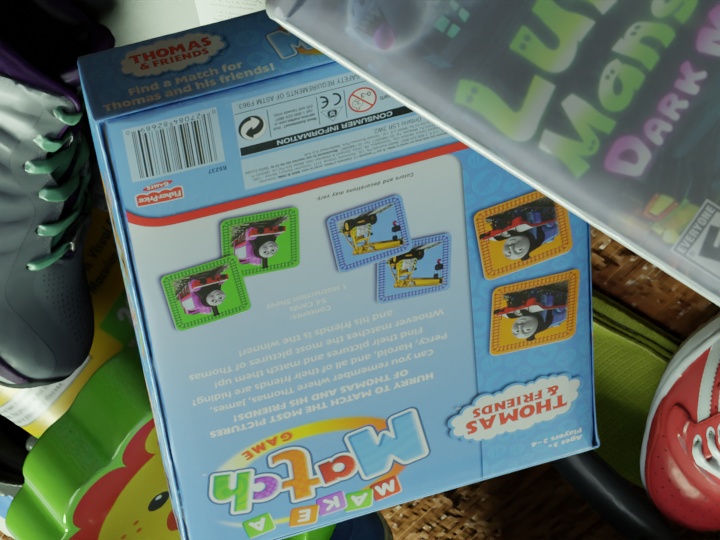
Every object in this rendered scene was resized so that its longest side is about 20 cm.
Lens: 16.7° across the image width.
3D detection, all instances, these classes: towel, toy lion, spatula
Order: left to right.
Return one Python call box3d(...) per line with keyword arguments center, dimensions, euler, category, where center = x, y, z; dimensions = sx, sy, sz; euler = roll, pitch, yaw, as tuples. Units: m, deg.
box3d(center=(-0.067, 0.094, 0.923), dimensions=(0.069, 0.192, 0.200), euler=(44, -170, 26), category="toy lion")
box3d(center=(0.045, 0.045, 0.935), dimensions=(0.200, 0.021, 0.057), euler=(38, 148, 2), category="spatula")
box3d(center=(0.124, 0.065, 0.959), dimensions=(0.199, 0.018, 0.086), euler=(31, 140, -8), category="towel")

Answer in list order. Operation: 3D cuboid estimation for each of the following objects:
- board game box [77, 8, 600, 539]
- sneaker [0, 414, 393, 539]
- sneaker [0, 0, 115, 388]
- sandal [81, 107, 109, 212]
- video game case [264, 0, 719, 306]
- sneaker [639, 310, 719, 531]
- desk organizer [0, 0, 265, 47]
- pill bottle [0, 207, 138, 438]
box3d(center=(0.000, 0.000, 0.786), dimensions=(0.150, 0.037, 0.201), euler=(-15, 134, -9), category="board game box")
box3d(center=(-0.086, 0.086, 1.041), dimensions=(0.199, 0.077, 0.112), euler=(15, 151, 21), category="sneaker")
box3d(center=(-0.110, -0.037, 0.791), dimensions=(0.087, 0.075, 0.201), euler=(-3, 134, 21), category="sneaker")
box3d(center=(-0.042, -0.054, 0.873), dimensions=(0.199, 0.048, 0.076), euler=(11, 107, 1), category="sandal")
box3d(center=(0.100, -0.106, 0.678), dimensions=(0.181, 0.023, 0.201), euler=(32, 107, -9), category="video game case")
box3d(center=(0.152, 0.060, 0.847), dimensions=(0.071, 0.113, 0.200), euler=(27, 136, -10), category="sneaker")
box3d(center=(-0.073, -0.119, 0.797), dimensions=(0.198, 0.077, 0.072), euler=(8, 140, 19), category="desk organizer")
box3d(center=(-0.154, -0.026, 0.919), dimensions=(0.199, 0.112, 0.111), euler=(35, 141, -15), category="pill bottle")
